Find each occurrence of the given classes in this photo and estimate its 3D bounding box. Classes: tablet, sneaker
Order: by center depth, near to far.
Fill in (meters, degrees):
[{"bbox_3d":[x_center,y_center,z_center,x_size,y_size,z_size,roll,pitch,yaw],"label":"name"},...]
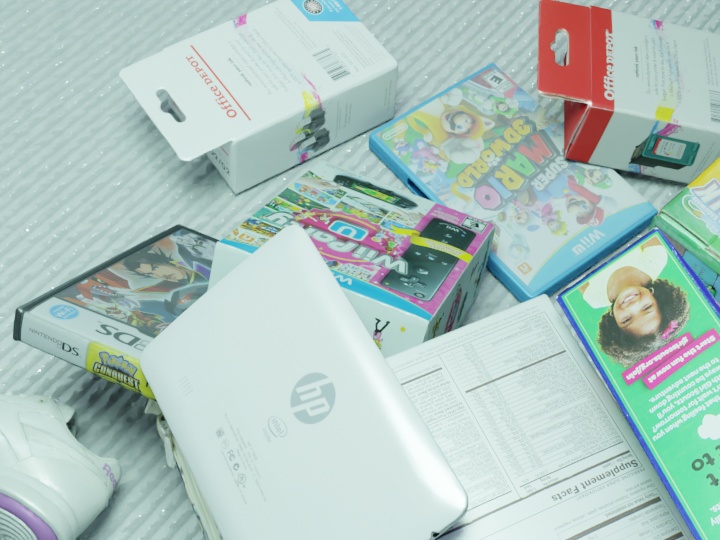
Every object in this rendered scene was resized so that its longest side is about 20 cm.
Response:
[{"bbox_3d":[-0.039,0.083,0.636,0.130,0.014,0.201,-39,59,11],"label":"tablet"},{"bbox_3d":[-0.249,0.115,0.779,0.199,0.075,0.100,30,40,16],"label":"sneaker"}]

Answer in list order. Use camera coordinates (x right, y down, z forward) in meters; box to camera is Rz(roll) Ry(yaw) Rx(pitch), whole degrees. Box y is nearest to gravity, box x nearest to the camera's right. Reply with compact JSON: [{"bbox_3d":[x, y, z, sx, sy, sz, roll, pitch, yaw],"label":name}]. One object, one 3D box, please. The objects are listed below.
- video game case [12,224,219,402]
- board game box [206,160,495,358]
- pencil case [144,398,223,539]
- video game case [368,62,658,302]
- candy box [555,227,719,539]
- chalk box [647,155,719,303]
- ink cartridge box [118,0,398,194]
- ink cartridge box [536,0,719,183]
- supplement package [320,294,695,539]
[{"bbox_3d":[-0.099,0.033,0.792,0.179,0.026,0.200,21,25,16],"label":"video game case"},{"bbox_3d":[0.000,0.000,0.810,0.146,0.065,0.200,20,26,11],"label":"board game box"},{"bbox_3d":[-0.068,0.159,0.741,0.089,0.078,0.201,-7,54,-30],"label":"pencil case"},{"bbox_3d":[0.122,-0.076,0.953,0.142,0.018,0.200,-31,63,-23],"label":"video game case"},{"bbox_3d":[0.207,0.100,0.635,0.077,0.169,0.201,-37,44,12],"label":"candy box"},{"bbox_3d":[0.278,0.000,0.847,0.124,0.125,0.200,40,64,22],"label":"chalk box"},{"bbox_3d":[-0.082,-0.143,0.956,0.199,0.068,0.115,-28,61,-21],"label":"ink cartridge box"},{"bbox_3d":[0.232,-0.143,0.962,0.198,0.068,0.117,11,54,-5],"label":"ink cartridge box"},{"bbox_3d":[0.081,0.155,0.672,0.149,0.152,0.201,-20,59,-15],"label":"supplement package"}]
